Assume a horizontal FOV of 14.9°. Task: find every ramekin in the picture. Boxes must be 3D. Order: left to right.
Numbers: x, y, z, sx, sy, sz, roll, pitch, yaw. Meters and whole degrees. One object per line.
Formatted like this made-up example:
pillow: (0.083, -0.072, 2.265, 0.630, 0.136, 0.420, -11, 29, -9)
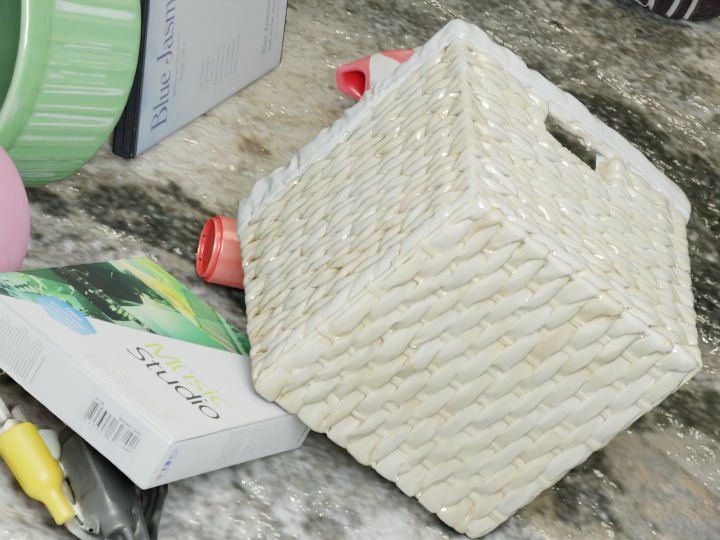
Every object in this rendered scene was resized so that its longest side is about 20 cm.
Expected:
ramekin: (-0.217, -0.141, 1.596, 0.097, 0.200, 0.200, 3, 40, -45)

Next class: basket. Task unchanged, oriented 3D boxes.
basket: (0.059, 0.010, 1.547, 0.198, 0.200, 0.161, 35, 32, -27)

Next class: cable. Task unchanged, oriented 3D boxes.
cable: (-0.127, 0.147, 1.423, 0.097, 0.050, 0.201, 16, 43, -48)

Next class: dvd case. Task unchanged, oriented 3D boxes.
dvd case: (-0.096, -0.169, 1.765, 0.017, 0.143, 0.200, 19, 29, 21)

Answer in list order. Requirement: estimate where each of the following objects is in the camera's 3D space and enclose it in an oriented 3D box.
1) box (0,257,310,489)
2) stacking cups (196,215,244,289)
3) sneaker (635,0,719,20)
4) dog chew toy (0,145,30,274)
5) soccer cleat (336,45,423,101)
box: (-0.117, 0.051, 1.493, 0.144, 0.036, 0.200, 38, 15, 16)
stacking cups: (0.000, 0.000, 1.676, 0.199, 0.061, 0.061, 14, 35, -19)
sneaker: (0.208, -0.268, 2.183, 0.199, 0.076, 0.116, 13, 33, -21)
dog chew toy: (-0.265, -0.006, 1.446, 0.124, 0.125, 0.200, 37, 42, 14)
soccer cleat: (0.031, -0.073, 1.808, 0.073, 0.068, 0.201, -5, 44, -5)
